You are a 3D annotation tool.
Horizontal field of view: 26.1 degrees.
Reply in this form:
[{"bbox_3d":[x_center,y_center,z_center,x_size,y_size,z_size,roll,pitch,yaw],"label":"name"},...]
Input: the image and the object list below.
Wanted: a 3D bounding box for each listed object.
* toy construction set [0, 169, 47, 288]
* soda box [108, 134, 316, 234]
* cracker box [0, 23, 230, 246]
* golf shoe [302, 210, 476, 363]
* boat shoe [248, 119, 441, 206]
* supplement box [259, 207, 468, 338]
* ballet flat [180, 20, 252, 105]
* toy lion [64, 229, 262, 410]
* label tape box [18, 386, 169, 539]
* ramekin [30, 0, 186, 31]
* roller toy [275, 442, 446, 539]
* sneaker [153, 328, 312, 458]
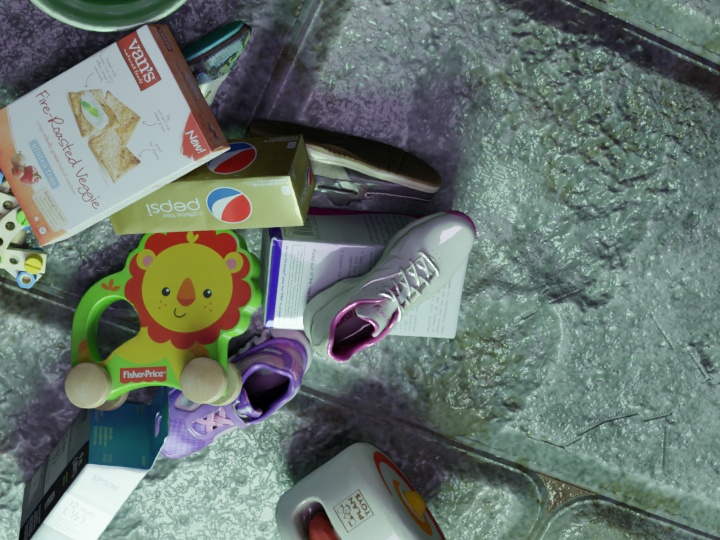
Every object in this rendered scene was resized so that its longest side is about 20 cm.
[{"bbox_3d":[-0.397,-0.060,1.529,0.200,0.092,0.131,13,111,-24],"label":"toy construction set"},{"bbox_3d":[-0.150,-0.083,1.518,0.200,0.068,0.064,-3,131,15],"label":"soda box"},{"bbox_3d":[-0.242,-0.127,1.460,0.200,0.058,0.134,-27,91,16],"label":"cracker box"},{"bbox_3d":[0.035,0.021,1.505,0.200,0.092,0.075,-39,110,7],"label":"golf shoe"},{"bbox_3d":[-0.020,-0.099,1.572,0.201,0.072,0.066,15,116,-8],"label":"boat shoe"},{"bbox_3d":[0.000,0.000,1.595,0.200,0.101,0.103,3,112,-8],"label":"supplement box"},{"bbox_3d":[-0.185,-0.176,1.515,0.200,0.074,0.074,-23,114,12],"label":"ballet flat"},{"bbox_3d":[-0.198,0.043,1.578,0.200,0.069,0.192,-4,81,14],"label":"toy lion"},{"bbox_3d":[-0.278,0.204,1.620,0.066,0.143,0.200,31,106,-19],"label":"label tape box"},{"bbox_3d":[-0.233,-0.328,1.427,0.200,0.098,0.200,-3,113,-7],"label":"ramekin"},{"bbox_3d":[0.011,0.286,1.670,0.140,0.200,0.182,-37,107,7],"label":"roller toy"},{"bbox_3d":[-0.138,0.139,1.643,0.200,0.088,0.081,-34,114,8],"label":"sneaker"}]
